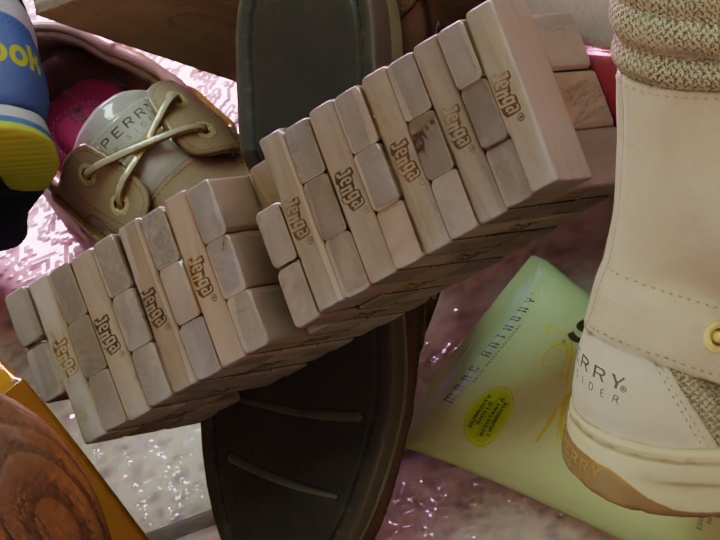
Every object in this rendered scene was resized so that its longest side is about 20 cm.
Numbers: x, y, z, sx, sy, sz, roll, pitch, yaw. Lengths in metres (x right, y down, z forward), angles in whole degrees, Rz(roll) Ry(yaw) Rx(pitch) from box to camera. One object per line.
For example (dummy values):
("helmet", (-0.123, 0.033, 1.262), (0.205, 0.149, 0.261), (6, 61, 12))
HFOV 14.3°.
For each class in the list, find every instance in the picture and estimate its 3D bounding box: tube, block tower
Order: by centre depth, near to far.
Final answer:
("block tower", (-0.012, -0.010, 0.822), (0.200, 0.058, 0.054), (-29, 78, 37))
("tube", (0.087, 0.053, 0.840), (0.058, 0.052, 0.200), (-11, 24, -32))

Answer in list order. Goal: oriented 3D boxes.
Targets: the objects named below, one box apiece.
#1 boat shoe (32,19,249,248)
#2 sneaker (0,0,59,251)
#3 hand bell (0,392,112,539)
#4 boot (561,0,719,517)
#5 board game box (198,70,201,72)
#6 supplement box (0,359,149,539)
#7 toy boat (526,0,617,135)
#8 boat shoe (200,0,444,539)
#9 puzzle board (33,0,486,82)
("boat shoe", (-0.078, -0.035, 1.026), (0.074, 0.069, 0.200), (-42, 39, -12))
("sneaker", (-0.154, -0.051, 1.029), (0.074, 0.083, 0.200), (-6, -13, -24))
("hand bell", (-0.065, 0.095, 0.775), (0.104, 0.200, 0.104), (-19, 40, 17))
("boot", (0.151, -0.023, 0.746), (0.199, 0.156, 0.073), (-5, 23, -15))
("board game box", (0.026, -0.154, 1.065), (0.199, 0.034, 0.135), (-17, 32, 38))
("supplement box", (-0.191, 0.095, 0.914), (0.197, 0.133, 0.200), (-40, 39, -10))
("toy boat", (0.111, -0.036, 0.867), (0.130, 0.131, 0.200), (-10, -2, -16))
("boat shoe", (0.000, 0.000, 0.893), (0.072, 0.068, 0.201), (11, 98, 30))
("puzzle board", (0.000, -0.098, 0.965), (0.150, 0.200, 0.017), (-15, 80, 20))
